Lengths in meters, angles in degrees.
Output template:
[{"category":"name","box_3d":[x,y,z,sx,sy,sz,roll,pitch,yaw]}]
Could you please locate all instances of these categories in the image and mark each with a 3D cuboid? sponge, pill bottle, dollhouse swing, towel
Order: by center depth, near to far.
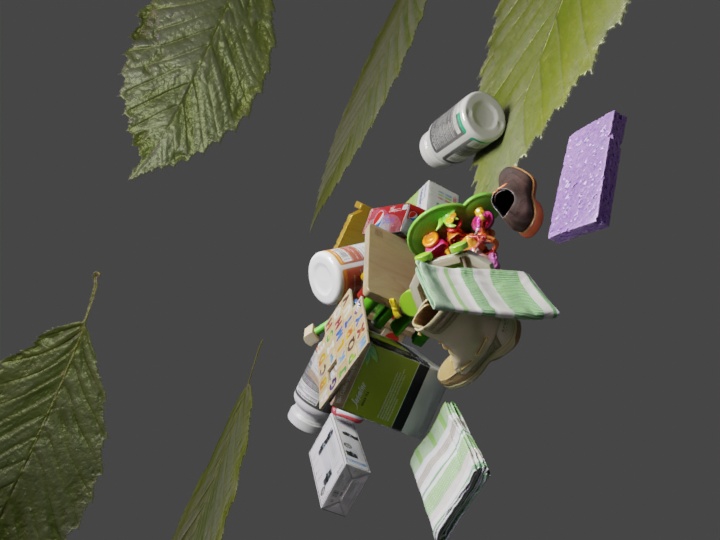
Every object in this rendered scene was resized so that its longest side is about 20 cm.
[{"category":"towel","box_3d":[0.192,0.030,1.105,0.153,0.199,0.024,-108,27,-64]},{"category":"sponge","box_3d":[0.358,-0.145,1.127,0.111,0.030,0.201,-28,42,62]},{"category":"towel","box_3d":[0.135,0.320,1.163,0.150,0.031,0.200,-60,19,14]},{"category":"pill bottle","box_3d":[0.000,0.000,1.496,0.112,0.199,0.113,19,114,49]},{"category":"pill bottle","box_3d":[0.219,-0.302,1.575,0.200,0.113,0.114,-27,42,61]},{"category":"pill bottle","box_3d":[-0.088,0.279,1.697,0.201,0.115,0.116,-63,18,9]},{"category":"dollhouse swing","box_3d":[-0.027,-0.086,1.922,0.176,0.181,0.201,32,98,51]}]

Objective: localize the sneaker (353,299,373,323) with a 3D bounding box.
[{"category":"sneaker","box_3d":[-0.028,0.128,1.765,0.200,0.085,0.077,-52,22,37]}]

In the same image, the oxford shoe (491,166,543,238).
[{"category":"oxford shoe","box_3d":[0.273,-0.140,1.286,0.071,0.072,0.200,-56,20,28]}]

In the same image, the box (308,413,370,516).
[{"category":"box","box_3d":[-0.048,0.406,1.512,0.117,0.060,0.200,-62,19,11]}]

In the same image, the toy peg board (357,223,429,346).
[{"category":"toy peg board","box_3d":[0.077,0.039,1.403,0.098,0.199,0.200,-52,23,35]}]

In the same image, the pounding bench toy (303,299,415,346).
[{"category":"pounding bench toy","box_3d":[-0.005,0.120,1.529,0.156,0.199,0.124,-61,19,16]}]

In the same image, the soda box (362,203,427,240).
[{"category":"soda box","box_3d":[0.079,-0.096,1.507,0.200,0.070,0.064,5,75,68]}]

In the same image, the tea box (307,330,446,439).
[{"category":"tea box","box_3d":[0.029,0.196,1.347,0.134,0.196,0.200,-65,18,1]}]

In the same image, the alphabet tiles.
[{"category":"alphabet tiles","box_3d":[-0.035,0.126,1.288,0.168,0.008,0.200,-56,22,26]}]

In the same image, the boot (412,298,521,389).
[{"category":"boot","box_3d":[0.147,0.116,1.183,0.200,0.155,0.073,-47,26,46]}]

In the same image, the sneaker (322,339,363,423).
[{"category":"sneaker","box_3d":[-0.040,0.248,1.580,0.200,0.071,0.113,47,120,37]}]

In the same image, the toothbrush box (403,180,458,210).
[{"category":"toothbrush box","box_3d":[0.126,-0.080,1.598,0.200,0.086,0.146,-45,28,49]}]

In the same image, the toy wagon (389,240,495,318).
[{"category":"toy wagon","box_3d":[0.145,0.039,1.246,0.199,0.156,0.040,-16,9,30]}]

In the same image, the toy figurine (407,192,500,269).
[{"category":"toy figurine","box_3d":[0.199,-0.023,1.321,0.199,0.150,0.185,-32,45,18]}]
